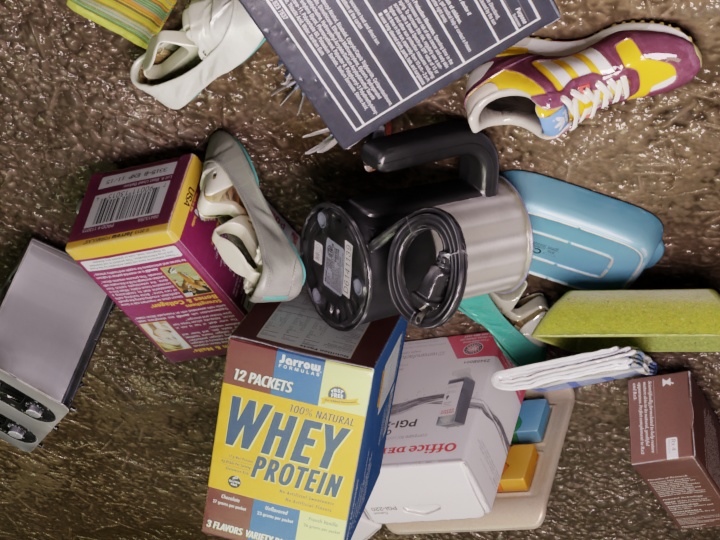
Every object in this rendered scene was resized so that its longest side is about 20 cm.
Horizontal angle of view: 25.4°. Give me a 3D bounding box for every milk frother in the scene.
[{"bbox_3d":[0.078,-0.015,1.418,0.187,0.200,0.181,-12,137,-31],"label":"milk frother"}]

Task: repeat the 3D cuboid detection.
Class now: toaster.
[{"bbox_3d":[-0.351,0.075,1.744,0.118,0.201,0.181,27,150,-15],"label":"toaster"}]

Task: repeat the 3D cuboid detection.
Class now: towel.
[{"bbox_3d":[0.222,0.105,1.625,0.146,0.024,0.200,-12,170,16],"label":"towel"},{"bbox_3d":[-0.184,-0.268,1.360,0.086,0.018,0.200,23,143,-15],"label":"towel"}]

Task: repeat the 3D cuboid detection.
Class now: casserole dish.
[{"bbox_3d":[0.197,-0.030,1.542,0.199,0.039,0.121,18,143,-6],"label":"casserole dish"}]

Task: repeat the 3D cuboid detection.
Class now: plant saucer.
[{"bbox_3d":[0.283,0.049,1.557,0.198,0.048,0.200,-1,172,19],"label":"plant saucer"}]

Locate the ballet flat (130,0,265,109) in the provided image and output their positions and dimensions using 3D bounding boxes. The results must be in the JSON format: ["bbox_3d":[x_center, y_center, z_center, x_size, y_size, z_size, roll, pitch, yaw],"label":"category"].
[{"bbox_3d":[-0.139,-0.200,1.389,0.069,0.070,0.200,31,144,-23],"label":"ballet flat"}]

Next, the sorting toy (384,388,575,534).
[{"bbox_3d":[0.128,0.196,1.730,0.184,0.201,0.037,-7,129,25],"label":"sorting toy"}]

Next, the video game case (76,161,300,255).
[{"bbox_3d":[-0.168,-0.034,1.665,0.199,0.023,0.182,-13,136,32],"label":"video game case"}]

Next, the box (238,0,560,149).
[{"bbox_3d":[0.013,-0.235,1.195,0.198,0.124,0.200,-29,132,8],"label":"box"}]

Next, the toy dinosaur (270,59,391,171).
[{"bbox_3d":[-0.002,-0.161,1.394,0.199,0.106,0.181,-29,147,30],"label":"toy dinosaur"}]

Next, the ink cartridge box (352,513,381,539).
[{"bbox_3d":[-0.051,0.203,1.794,0.146,0.201,0.145,24,143,-15],"label":"ink cartridge box"}]

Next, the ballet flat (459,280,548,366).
[{"bbox_3d":[0.151,0.039,1.630,0.070,0.068,0.200,-30,130,26],"label":"ballet flat"}]

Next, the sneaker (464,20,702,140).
[{"bbox_3d":[0.186,-0.150,1.338,0.199,0.091,0.075,-4,141,23],"label":"sneaker"}]

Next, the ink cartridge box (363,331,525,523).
[{"bbox_3d":[0.082,0.165,1.694,0.145,0.201,0.085,-9,129,27],"label":"ink cartridge box"}]

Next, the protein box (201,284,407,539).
[{"bbox_3d":[-0.047,0.132,1.502,0.134,0.200,0.200,13,110,8],"label":"protein box"}]

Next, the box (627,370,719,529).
[{"bbox_3d":[0.349,0.198,1.718,0.074,0.101,0.200,-9,147,21],"label":"box"}]

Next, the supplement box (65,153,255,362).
[{"bbox_3d":[-0.177,-0.008,1.595,0.130,0.104,0.200,-9,138,27],"label":"supplement box"}]

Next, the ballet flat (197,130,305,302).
[{"bbox_3d":[-0.116,-0.053,1.483,0.063,0.201,0.068,-11,145,-31],"label":"ballet flat"}]
